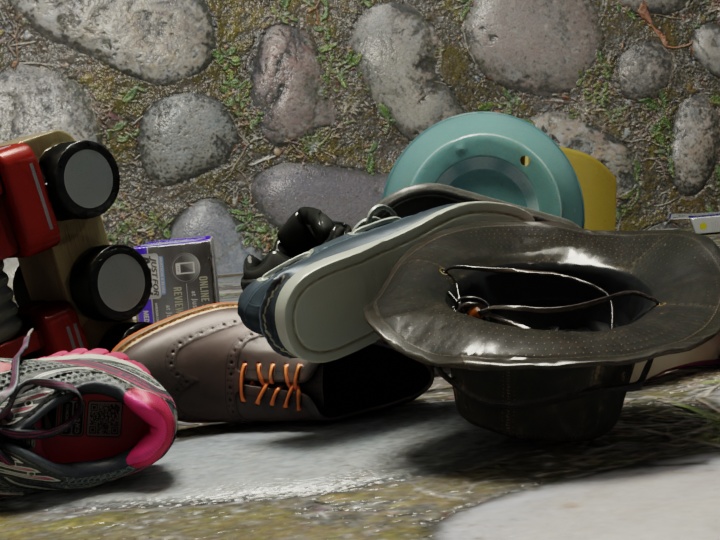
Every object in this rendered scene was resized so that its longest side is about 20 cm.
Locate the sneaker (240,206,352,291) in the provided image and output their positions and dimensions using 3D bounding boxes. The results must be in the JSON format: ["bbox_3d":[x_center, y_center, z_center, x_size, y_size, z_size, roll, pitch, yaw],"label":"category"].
[{"bbox_3d":[0.001,0.000,0.897,0.198,0.113,0.076,-25,13,-34],"label":"sneaker"}]

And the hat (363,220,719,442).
[{"bbox_3d":[0.098,0.039,0.644,0.197,0.082,0.201,-5,20,2],"label":"hat"}]

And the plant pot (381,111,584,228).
[{"bbox_3d":[0.107,-0.047,1.127,0.196,0.204,0.188,-5,1,6],"label":"plant pot"}]

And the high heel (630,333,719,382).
[{"bbox_3d":[0.172,0.029,0.807,0.196,0.069,0.096,0,12,-12],"label":"high heel"}]

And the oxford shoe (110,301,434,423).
[{"bbox_3d":[-0.052,0.057,0.748,0.196,0.073,0.072,-5,8,-12],"label":"oxford shoe"}]

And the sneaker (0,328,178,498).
[{"bbox_3d":[-0.185,0.070,0.599,0.197,0.082,0.075,-6,5,-20],"label":"sneaker"}]

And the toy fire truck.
[{"bbox_3d":[-0.238,0.029,0.748,0.127,0.179,0.199,-1,19,45],"label":"toy fire truck"}]

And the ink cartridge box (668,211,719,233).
[{"bbox_3d":[0.768,-0.105,2.730,0.197,0.048,0.197,-6,4,16],"label":"ink cartridge box"}]

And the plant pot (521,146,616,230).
[{"bbox_3d":[0.290,-0.095,1.982,0.197,0.199,0.194,1,0,-25],"label":"plant pot"}]

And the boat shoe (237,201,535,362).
[{"bbox_3d":[0.021,0.003,0.735,0.198,0.076,0.061,-23,23,-33],"label":"boat shoe"}]

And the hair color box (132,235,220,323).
[{"bbox_3d":[-0.141,0.031,0.997,0.064,0.111,0.200,-5,2,-7],"label":"hair color box"}]

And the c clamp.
[{"bbox_3d":[0.051,0.022,0.821,0.197,0.173,0.027,8,29,-20],"label":"c clamp"}]
